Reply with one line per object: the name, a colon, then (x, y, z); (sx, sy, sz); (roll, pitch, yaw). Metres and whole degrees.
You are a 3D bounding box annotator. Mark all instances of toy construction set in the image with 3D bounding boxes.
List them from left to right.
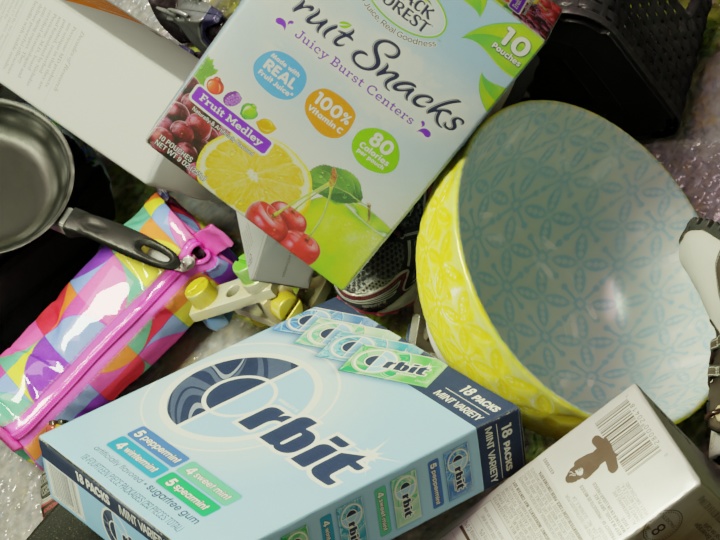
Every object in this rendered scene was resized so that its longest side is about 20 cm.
toy construction set: (0.000, 0.000, 1.630); (0.200, 0.092, 0.131); (15, 56, 36)

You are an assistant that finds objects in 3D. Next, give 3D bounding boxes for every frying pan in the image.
frying pan: (-0.202, -0.054, 1.709); (0.189, 0.031, 0.115); (5, 63, 1)

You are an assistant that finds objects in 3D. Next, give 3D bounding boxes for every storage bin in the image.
storage bin: (0.097, -0.151, 1.634); (0.199, 0.135, 0.094); (-1, 60, 34)

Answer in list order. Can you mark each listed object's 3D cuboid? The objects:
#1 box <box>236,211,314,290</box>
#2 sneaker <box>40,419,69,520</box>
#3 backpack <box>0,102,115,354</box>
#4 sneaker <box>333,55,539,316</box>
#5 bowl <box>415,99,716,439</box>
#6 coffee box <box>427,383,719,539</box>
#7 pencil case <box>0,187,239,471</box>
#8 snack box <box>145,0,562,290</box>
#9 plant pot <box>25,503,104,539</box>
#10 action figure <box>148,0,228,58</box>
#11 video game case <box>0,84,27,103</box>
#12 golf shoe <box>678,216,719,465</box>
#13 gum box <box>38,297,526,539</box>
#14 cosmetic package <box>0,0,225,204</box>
box: (-0.031, -0.114, 1.576); (0.156, 0.041, 0.200); (-106, 30, -55)
sneaker: (-0.115, 0.147, 1.635); (0.200, 0.078, 0.082); (9, 86, 39)
backpack: (-0.262, -0.025, 1.793); (0.200, 0.163, 0.154); (-38, 31, -2)
sneaker: (0.028, -0.069, 1.538); (0.080, 0.075, 0.201); (29, 105, 26)
bowl: (0.099, 0.016, 1.504); (0.108, 0.200, 0.201); (-34, 42, 44)
coffee box: (0.106, 0.167, 1.426); (0.200, 0.114, 0.080); (-38, 50, 8)
pencil case: (-0.164, 0.037, 1.724); (0.200, 0.088, 0.088); (-47, 45, 3)
snack box: (-0.007, -0.105, 1.452); (0.200, 0.142, 0.053); (-50, 6, 31)
plant pot: (-0.093, 0.213, 1.491); (0.199, 0.200, 0.178); (-13, 42, 28)
action figure: (-0.073, -0.144, 1.799); (0.200, 0.069, 0.130); (13, 64, 37)
video game case: (-0.309, -0.079, 1.849); (0.024, 0.182, 0.200); (41, 87, 16)
golf shoe: (0.211, 0.054, 1.446); (0.094, 0.078, 0.200); (-38, 50, 6)
gum box: (-0.042, 0.097, 1.424); (0.200, 0.045, 0.170); (-26, 33, -28)
cosmetic package: (-0.157, -0.121, 1.741); (0.200, 0.101, 0.071); (34, 103, 34)
